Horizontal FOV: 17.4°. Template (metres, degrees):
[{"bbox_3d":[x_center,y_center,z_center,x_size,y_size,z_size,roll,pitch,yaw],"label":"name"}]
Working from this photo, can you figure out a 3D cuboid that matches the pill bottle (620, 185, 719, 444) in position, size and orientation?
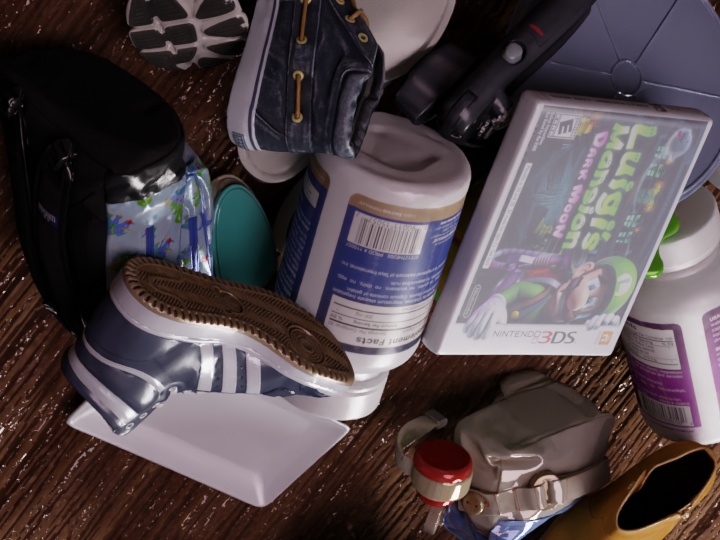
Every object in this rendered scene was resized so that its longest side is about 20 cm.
[{"bbox_3d":[0.259,0.032,1.871,0.112,0.112,0.201,-27,126,-13],"label":"pill bottle"}]

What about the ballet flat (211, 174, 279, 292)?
[{"bbox_3d":[-0.089,0.011,1.697,0.067,0.062,0.201,-45,133,-29],"label":"ballet flat"}]

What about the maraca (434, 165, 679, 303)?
[{"bbox_3d":[0.141,-0.027,1.765,0.199,0.107,0.138,-19,89,-8],"label":"maraca"}]

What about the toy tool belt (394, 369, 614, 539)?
[{"bbox_3d":[0.109,0.171,1.855,0.199,0.125,0.123,-21,133,-41],"label":"toy tool belt"}]

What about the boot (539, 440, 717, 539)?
[{"bbox_3d":[0.198,0.204,1.854,0.201,0.071,0.144,-42,172,2],"label":"boot"}]

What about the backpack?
[{"bbox_3d":[-0.168,-0.036,1.576,0.153,0.163,0.201,-18,131,-37],"label":"backpack"}]

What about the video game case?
[{"bbox_3d":[0.149,-0.029,1.668,0.181,0.023,0.201,2,118,-41],"label":"video game case"}]

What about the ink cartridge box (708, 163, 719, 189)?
[{"bbox_3d":[0.376,-0.118,1.829,0.199,0.145,0.085,-30,128,-11],"label":"ink cartridge box"}]

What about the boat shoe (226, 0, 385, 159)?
[{"bbox_3d":[-0.022,-0.170,1.573,0.071,0.090,0.201,48,53,-72],"label":"boat shoe"}]

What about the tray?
[{"bbox_3d":[-0.113,0.109,1.753,0.200,0.022,0.107,28,119,-37],"label":"tray"}]

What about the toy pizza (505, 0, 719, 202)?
[{"bbox_3d":[0.190,-0.140,1.743,0.199,0.032,0.202,3,83,-23],"label":"toy pizza"}]

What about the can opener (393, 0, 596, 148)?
[{"bbox_3d":[0.110,-0.154,1.643,0.079,0.063,0.200,49,59,1],"label":"can opener"}]

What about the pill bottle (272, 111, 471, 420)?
[{"bbox_3d":[0.000,0.000,1.638,0.110,0.111,0.201,-1,124,-28],"label":"pill bottle"}]

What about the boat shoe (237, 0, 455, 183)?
[{"bbox_3d":[-0.011,-0.142,1.659,0.074,0.060,0.200,40,90,-7],"label":"boat shoe"}]

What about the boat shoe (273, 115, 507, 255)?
[{"bbox_3d":[0.028,-0.065,1.719,0.200,0.064,0.071,-35,127,-8],"label":"boat shoe"}]

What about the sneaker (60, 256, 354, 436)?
[{"bbox_3d":[-0.105,0.064,1.554,0.199,0.070,0.109,21,121,-38],"label":"sneaker"}]

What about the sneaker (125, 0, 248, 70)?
[{"bbox_3d":[-0.121,-0.213,1.551,0.080,0.084,0.201,-6,140,6],"label":"sneaker"}]
